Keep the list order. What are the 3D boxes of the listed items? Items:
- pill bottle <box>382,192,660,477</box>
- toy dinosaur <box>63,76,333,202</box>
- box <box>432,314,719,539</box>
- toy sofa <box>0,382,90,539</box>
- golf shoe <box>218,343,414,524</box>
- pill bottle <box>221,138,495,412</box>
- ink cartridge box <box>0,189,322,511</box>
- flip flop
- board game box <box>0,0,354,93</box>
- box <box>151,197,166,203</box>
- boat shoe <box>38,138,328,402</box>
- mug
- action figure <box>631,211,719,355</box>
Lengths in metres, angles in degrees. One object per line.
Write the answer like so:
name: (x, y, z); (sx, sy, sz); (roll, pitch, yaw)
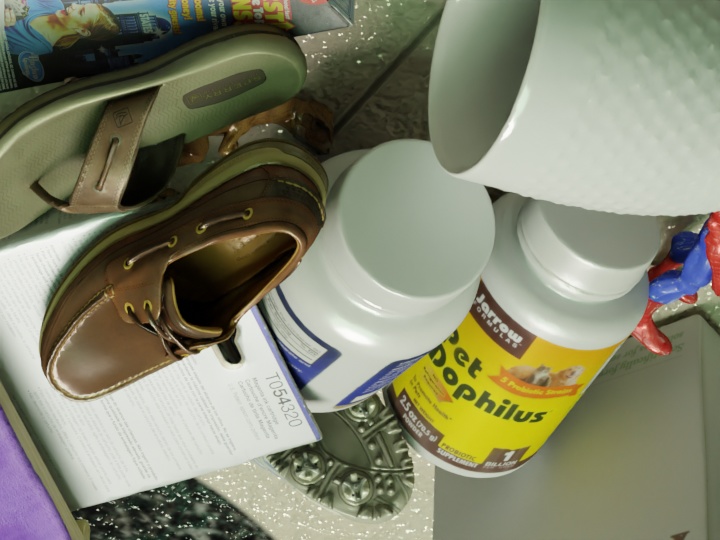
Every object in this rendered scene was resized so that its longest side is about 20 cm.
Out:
pill bottle: (0.096, 0.027, 1.726); (0.109, 0.110, 0.200); (17, 138, -15)
toy dinosaur: (-0.110, -0.087, 1.645); (0.199, 0.061, 0.106); (2, 145, -37)
box: (0.165, 0.174, 1.825); (0.198, 0.201, 0.171); (-20, 136, 27)
toy sofa: (-0.221, 0.120, 1.630); (0.082, 0.098, 0.201); (-14, 128, 11)
golf shoe: (-0.041, 0.093, 1.800); (0.200, 0.078, 0.097); (38, 163, 26)
pill bottle: (0.000, 0.000, 1.649); (0.119, 0.120, 0.200); (16, 160, -14)
ink cartridge box: (-0.146, 0.043, 1.657); (0.199, 0.043, 0.197); (-17, 128, 10)
flip flop: (-0.117, -0.065, 1.553); (0.199, 0.058, 0.081); (-22, 152, 3)
board game box: (-0.104, -0.182, 1.535); (0.199, 0.062, 0.201); (0, 140, 4)
box: (-0.210, 0.032, 1.760); (0.147, 0.105, 0.200); (15, 138, -12)
boat shoe: (-0.098, 0.010, 1.561); (0.200, 0.068, 0.072); (-37, 121, 26)
mug: (0.134, -0.096, 1.568); (0.174, 0.149, 0.200); (12, 164, -19)
action figure: (0.205, -0.019, 1.672); (0.052, 0.066, 0.200); (34, 151, 5)
